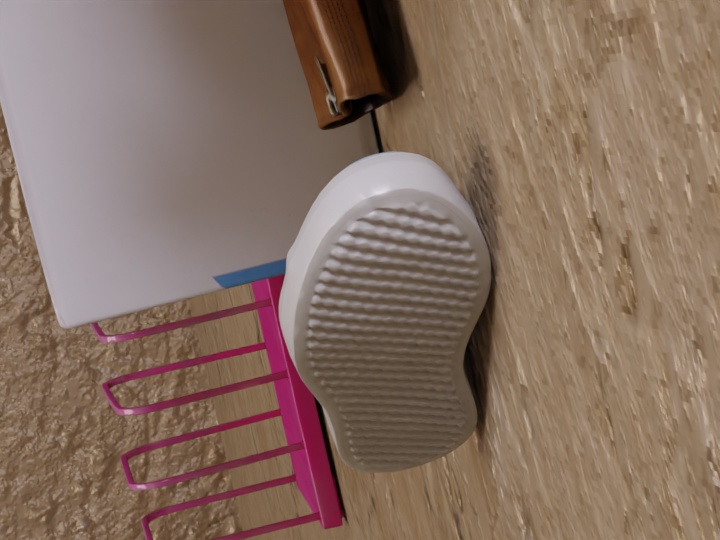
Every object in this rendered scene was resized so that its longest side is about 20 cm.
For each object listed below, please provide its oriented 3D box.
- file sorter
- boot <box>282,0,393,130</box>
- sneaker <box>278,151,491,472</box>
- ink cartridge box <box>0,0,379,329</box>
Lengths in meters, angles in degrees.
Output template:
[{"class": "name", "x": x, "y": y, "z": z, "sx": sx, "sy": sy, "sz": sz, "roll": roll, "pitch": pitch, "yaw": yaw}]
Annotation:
[{"class": "file sorter", "x": -0.100, "y": 0.068, "z": 1.681, "sx": 0.139, "sy": 0.125, "sz": 0.200, "roll": -144, "pitch": 41, "yaw": -79}, {"class": "boot", "x": -0.037, "y": -0.154, "z": 0.958, "sx": 0.188, "sy": 0.068, "sz": 0.200, "roll": 123, "pitch": 132, "yaw": -80}, {"class": "sneaker", "x": 0.000, "y": 0.000, "z": 0.935, "sx": 0.200, "sy": 0.074, "sz": 0.082, "roll": 91, "pitch": 161, "yaw": -62}, {"class": "ink cartridge box", "x": -0.083, "y": -0.076, "z": 1.165, "sx": 0.200, "sy": 0.147, "sz": 0.146, "roll": -132, "pitch": 29, "yaw": -78}]
